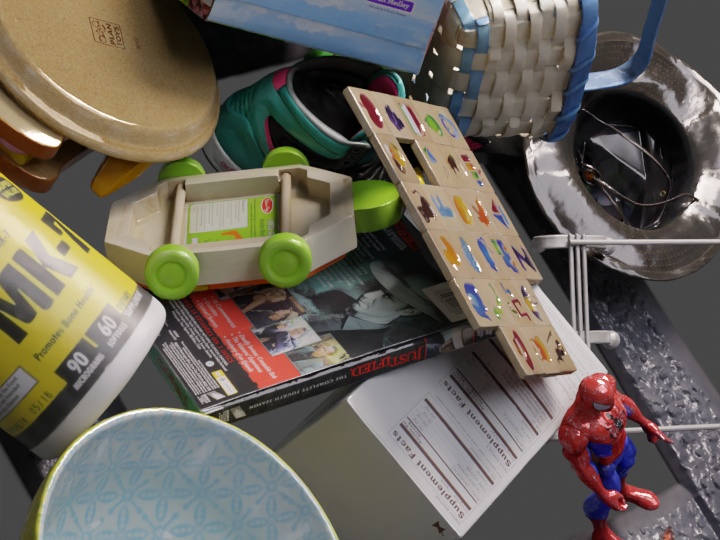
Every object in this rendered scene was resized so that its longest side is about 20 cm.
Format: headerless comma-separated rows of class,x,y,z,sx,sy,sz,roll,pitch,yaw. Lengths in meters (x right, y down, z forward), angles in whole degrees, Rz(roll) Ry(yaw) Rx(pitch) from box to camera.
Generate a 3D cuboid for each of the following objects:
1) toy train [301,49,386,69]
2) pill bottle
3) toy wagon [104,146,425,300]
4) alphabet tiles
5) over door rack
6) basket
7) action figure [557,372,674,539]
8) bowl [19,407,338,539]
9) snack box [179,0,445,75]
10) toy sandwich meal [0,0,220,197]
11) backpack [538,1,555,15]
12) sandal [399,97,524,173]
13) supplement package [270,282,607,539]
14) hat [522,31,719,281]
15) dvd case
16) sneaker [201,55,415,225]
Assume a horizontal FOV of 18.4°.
toy train,-0.001,-0.168,1.601,0.056,0.042,0.200,14,40,17
pill bottle,-0.220,0.005,1.265,0.200,0.114,0.114,39,45,-10
toy wagon,-0.057,-0.031,1.380,0.199,0.040,0.155,-5,25,1
alphabet tiles,0.069,-0.022,1.378,0.201,0.008,0.167,62,20,12
over door rack,0.213,0.047,1.570,0.199,0.067,0.149,-1,86,-18
basket,0.130,-0.180,1.548,0.199,0.177,0.140,-8,53,-19
action figure,0.164,0.121,1.444,0.052,0.200,0.066,23,67,28
bowl,-0.113,0.189,1.228,0.199,0.108,0.201,21,50,-27
snack box,-0.063,-0.208,1.496,0.168,0.068,0.200,11,17,-34
toy sandwich meal,-0.182,-0.127,1.423,0.205,0.070,0.206,26,39,-23
backpack,0.101,-0.278,1.691,0.154,0.163,0.201,-8,73,-57
sandal,0.064,-0.110,1.618,0.199,0.045,0.075,-5,65,-41
supplement package,0.047,0.095,1.416,0.110,0.114,0.200,50,43,-1
hat,0.194,-0.073,1.675,0.200,0.081,0.202,8,66,-19
dvd case,-0.036,0.023,1.365,0.199,0.022,0.146,-19,40,-22
sneaker,0.004,-0.077,1.493,0.199,0.121,0.084,30,47,-21
